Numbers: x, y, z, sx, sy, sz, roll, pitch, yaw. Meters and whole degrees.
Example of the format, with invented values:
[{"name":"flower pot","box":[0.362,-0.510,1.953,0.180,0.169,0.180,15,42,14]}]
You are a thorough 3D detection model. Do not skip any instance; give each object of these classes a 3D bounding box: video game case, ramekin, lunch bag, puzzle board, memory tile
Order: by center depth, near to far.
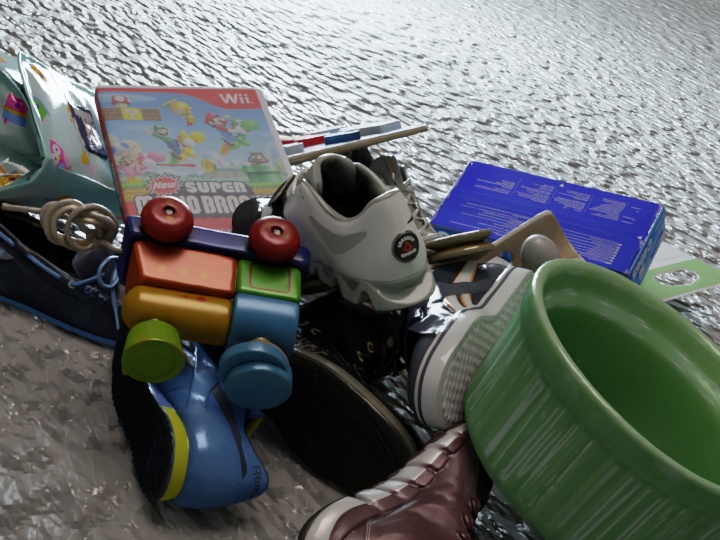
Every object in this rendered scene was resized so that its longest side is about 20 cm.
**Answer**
[{"name":"ramekin","box":[0.160,0.096,0.808,0.199,0.098,0.201,29,28,-17]},{"name":"memory tile","box":[0.000,0.000,0.982,0.198,0.017,0.153,-11,-3,1]},{"name":"video game case","box":[-0.121,-0.075,1.008,0.142,0.018,0.201,-2,46,-22]},{"name":"lunch bag","box":[-0.274,-0.107,1.037,0.199,0.123,0.170,28,0,22]},{"name":"puzzle board","box":[-0.050,-0.117,1.202,0.150,0.018,0.199,-17,11,-26]}]

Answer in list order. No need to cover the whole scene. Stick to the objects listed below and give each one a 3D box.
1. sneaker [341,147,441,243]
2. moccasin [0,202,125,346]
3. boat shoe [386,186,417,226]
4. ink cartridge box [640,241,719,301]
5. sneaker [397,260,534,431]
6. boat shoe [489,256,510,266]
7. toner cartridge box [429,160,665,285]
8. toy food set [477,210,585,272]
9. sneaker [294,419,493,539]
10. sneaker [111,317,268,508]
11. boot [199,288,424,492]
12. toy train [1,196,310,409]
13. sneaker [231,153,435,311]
[{"name":"sneaker","box":[0.027,-0.051,1.176,0.075,0.093,0.200,-8,33,-40]},{"name":"moccasin","box":[-0.201,0.004,0.953,0.198,0.069,0.081,16,24,1]},{"name":"boat shoe","box":[-0.048,-0.021,1.047,0.198,0.073,0.062,-9,-25,29]},{"name":"ink cartridge box","box":[0.245,-0.009,1.272,0.145,0.048,0.200,-11,37,-44]},{"name":"sneaker","box":[0.058,0.048,0.895,0.079,0.079,0.200,10,21,21]},{"name":"boat shoe","box":[0.148,0.026,1.116,0.073,0.067,0.200,4,27,-24]},{"name":"toner cartridge box","box":[0.173,-0.038,1.210,0.198,0.043,0.095,16,53,27]},{"name":"toy food set","box":[0.135,0.041,0.992,0.143,0.061,0.200,-32,36,-3]},{"name":"sneaker","box":[0.056,0.169,0.772,0.115,0.076,0.199,37,41,27]},{"name":"sneaker","box":[-0.113,0.084,0.848,0.078,0.066,0.200,9,27,-27]},{"name":"boot","box":[-0.001,0.074,0.920,0.203,0.074,0.153,31,27,32]},{"name":"toy train","box":[-0.132,0.020,0.808,0.198,0.085,0.116,10,43,-12]},{"name":"sneaker","box":[-0.025,-0.042,0.885,0.074,0.089,0.199,-27,28,-32]}]
